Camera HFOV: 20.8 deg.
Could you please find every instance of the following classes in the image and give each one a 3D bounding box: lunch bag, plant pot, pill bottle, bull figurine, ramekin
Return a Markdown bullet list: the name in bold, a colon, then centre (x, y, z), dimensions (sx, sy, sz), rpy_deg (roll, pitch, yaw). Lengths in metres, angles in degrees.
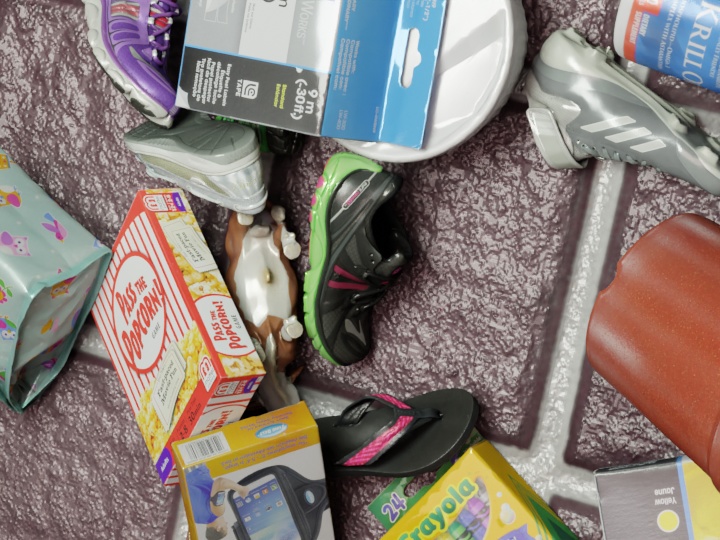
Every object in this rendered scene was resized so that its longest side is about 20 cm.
- **lunch bag**: centre (-0.330, 0.015, 1.735), dimensions (0.170, 0.122, 0.201), rpy_deg (43, 136, 15)
- **plant pot**: centre (0.287, 0.067, 1.478), dimensions (0.195, 0.200, 0.202), rpy_deg (38, 106, 35)
- **pill bottle**: centre (0.304, -0.185, 1.502), dimensions (0.198, 0.112, 0.113), rpy_deg (22, 101, 18)
- **bull figurine**: centre (-0.080, 0.034, 1.665), dimensions (0.064, 0.121, 0.202), rpy_deg (-8, 84, -11)
- **ramekin**: centre (0.046, -0.190, 1.604), dimensions (0.200, 0.094, 0.205), rpy_deg (1, 93, 23)

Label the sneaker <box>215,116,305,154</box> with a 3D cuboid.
- **sneaker**: centre (-0.090, -0.202, 1.666), dimensions (0.084, 0.078, 0.202), rpy_deg (6, 96, 20)

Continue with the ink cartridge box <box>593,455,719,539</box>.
- **ink cartridge box**: centre (0.297, 0.244, 1.562), dimensions (0.196, 0.047, 0.202), rpy_deg (-11, 87, 12)

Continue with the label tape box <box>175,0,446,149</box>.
- **label tape box**: centre (-0.040, -0.183, 1.555), dimensions (0.198, 0.066, 0.145), rpy_deg (13, 98, 23)

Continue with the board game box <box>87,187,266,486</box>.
- **board game box**: centre (-0.158, 0.055, 1.656), dimensions (0.201, 0.046, 0.152), rpy_deg (62, 141, 31)

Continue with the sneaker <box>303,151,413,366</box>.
- **sneaker**: centre (0.000, 0.000, 1.619), dimensions (0.083, 0.077, 0.202), rpy_deg (11, 127, 12)

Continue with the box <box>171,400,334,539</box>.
- **box**: centre (-0.084, 0.214, 1.645), dimensions (0.118, 0.042, 0.202), rpy_deg (-17, 124, -13)

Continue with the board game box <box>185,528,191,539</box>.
- **board game box**: centre (-0.110, 0.264, 1.738), dimensions (0.102, 0.019, 0.202), rpy_deg (14, 99, 20)

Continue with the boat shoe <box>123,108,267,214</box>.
- **boat shoe**: centre (-0.140, -0.094, 1.658), dimensions (0.201, 0.074, 0.065), rpy_deg (18, 132, 55)

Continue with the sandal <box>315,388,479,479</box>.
- **sandal**: centre (0.005, 0.138, 1.656), dimensions (0.198, 0.045, 0.076), rpy_deg (-13, 47, 23)

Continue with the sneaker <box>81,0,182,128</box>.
- **sneaker**: centre (-0.187, -0.209, 1.671), dimensions (0.083, 0.081, 0.201), rpy_deg (-29, 55, 11)

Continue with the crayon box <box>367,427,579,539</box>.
- **crayon box**: centre (0.103, 0.236, 1.640), dimensions (0.200, 0.052, 0.126), rpy_deg (47, 107, 12)

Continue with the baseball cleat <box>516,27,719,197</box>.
- **baseball cleat**: centre (0.212, -0.105, 1.574), dimensions (0.200, 0.070, 0.107), rpy_deg (44, 113, 22)
